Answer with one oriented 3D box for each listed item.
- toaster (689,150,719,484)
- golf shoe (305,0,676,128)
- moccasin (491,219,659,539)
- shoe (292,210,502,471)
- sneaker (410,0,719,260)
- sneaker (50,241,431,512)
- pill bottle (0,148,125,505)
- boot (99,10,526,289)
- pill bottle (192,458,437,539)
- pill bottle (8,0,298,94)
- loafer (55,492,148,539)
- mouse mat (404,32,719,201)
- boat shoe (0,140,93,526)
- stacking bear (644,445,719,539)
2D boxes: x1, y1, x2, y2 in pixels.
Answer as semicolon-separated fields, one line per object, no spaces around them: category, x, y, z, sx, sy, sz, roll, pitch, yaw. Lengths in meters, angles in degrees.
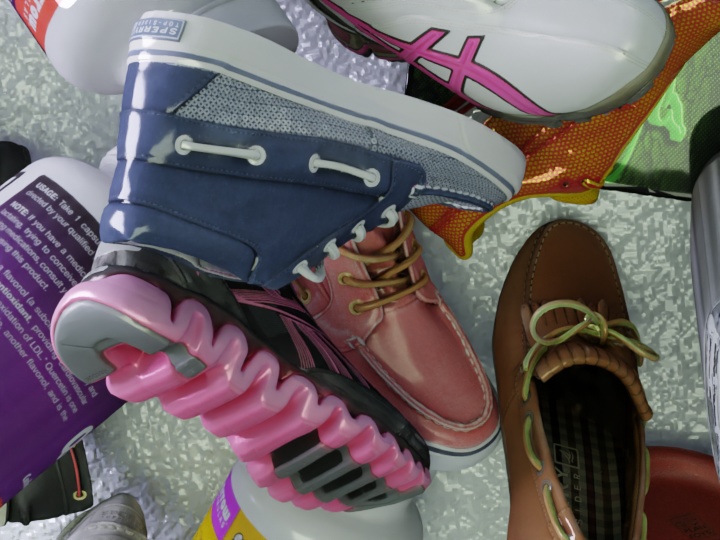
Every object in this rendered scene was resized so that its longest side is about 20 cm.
toaster;0.203;0.031;0.724;0.113;0.129;0.201;-6;123;13
golf shoe;0.037;-0.117;0.706;0.200;0.092;0.073;22;81;38
moccasin;0.097;0.056;0.746;0.073;0.202;0.078;20;138;-10
shoe;0.000;0.000;0.770;0.200;0.071;0.091;48;149;13
sneaker;0.106;-0.078;0.762;0.200;0.073;0.077;-35;102;29
sneaker;-0.038;0.033;0.716;0.079;0.096;0.200;-24;132;35
pill bottle;-0.154;0.027;0.753;0.200;0.112;0.113;-40;98;-21
boot;-0.017;-0.031;0.679;0.199;0.073;0.091;16;83;-37
pill bottle;-0.036;0.152;0.844;0.104;0.104;0.200;30;110;1
pill bottle;-0.114;-0.158;0.730;0.112;0.112;0.200;-40;76;19
loafer;-0.160;0.196;0.902;0.070;0.070;0.200;25;129;-16
mouse mat;0.105;-0.137;0.779;0.160;0.008;0.201;8;109;9
boat shoe;-0.172;0.031;0.858;0.063;0.074;0.202;-6;99;-20
stacking bear;0.142;0.199;0.824;0.121;0.114;0.201;-8;125;-31
